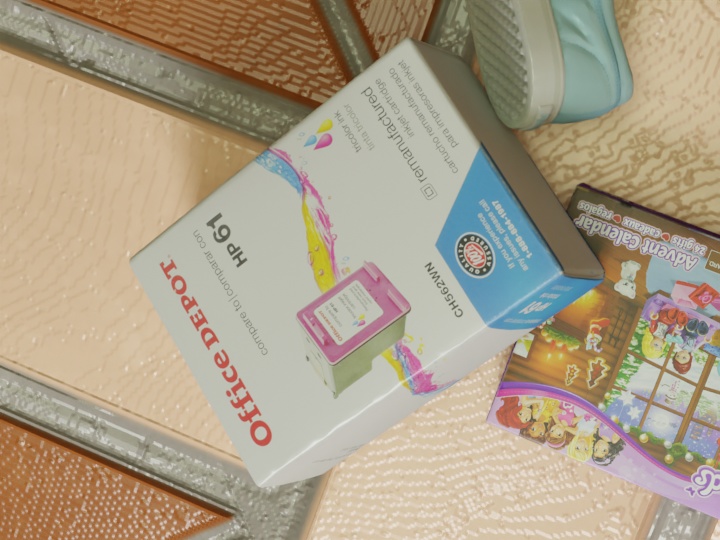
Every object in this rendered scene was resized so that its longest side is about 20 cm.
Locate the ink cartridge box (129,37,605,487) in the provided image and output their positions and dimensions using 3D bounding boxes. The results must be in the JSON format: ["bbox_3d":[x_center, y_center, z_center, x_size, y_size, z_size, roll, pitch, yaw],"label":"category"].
[{"bbox_3d":[0.000,0.000,0.748,0.200,0.085,0.145,-37,76,21],"label":"ink cartridge box"}]

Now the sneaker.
[{"bbox_3d":[0.097,-0.171,0.750,0.082,0.074,0.201,-5,85,-23],"label":"sneaker"}]

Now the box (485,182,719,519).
[{"bbox_3d":[0.183,0.053,0.754,0.200,0.039,0.137,21,100,10],"label":"box"}]
